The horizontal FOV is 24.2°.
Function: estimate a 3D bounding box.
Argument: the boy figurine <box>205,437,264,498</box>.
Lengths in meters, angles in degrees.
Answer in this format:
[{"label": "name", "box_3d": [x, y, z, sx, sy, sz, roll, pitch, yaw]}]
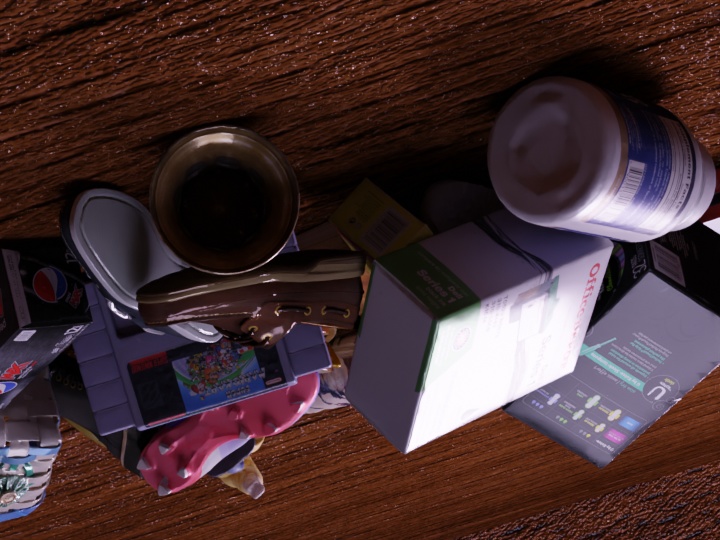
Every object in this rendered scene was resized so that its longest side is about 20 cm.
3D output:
[{"label": "boy figurine", "box_3d": [-0.127, 0.163, 1.614, 0.064, 0.125, 0.200, -32, 173, 0]}]

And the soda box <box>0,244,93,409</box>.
[{"label": "soda box", "box_3d": [-0.283, 0.049, 1.326, 0.063, 0.071, 0.200, -5, 159, -36]}]

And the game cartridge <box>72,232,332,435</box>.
[{"label": "game cartridge", "box_3d": [-0.134, 0.049, 1.368, 0.199, 0.130, 0.038, -17, 178, 0]}]

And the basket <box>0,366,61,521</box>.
[{"label": "basket", "box_3d": [-0.362, 0.161, 1.478, 0.176, 0.140, 0.200, 3, 151, -33]}]

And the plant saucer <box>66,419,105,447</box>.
[{"label": "plant saucer", "box_3d": [-0.182, 0.150, 1.768, 0.199, 0.049, 0.200, -21, 161, 15]}]

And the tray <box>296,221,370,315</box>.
[{"label": "tray", "box_3d": [0.000, 0.000, 1.495, 0.098, 0.037, 0.200, -24, 162, 24]}]

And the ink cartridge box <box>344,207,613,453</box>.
[{"label": "ink cartridge box", "box_3d": [0.096, 0.038, 1.346, 0.199, 0.084, 0.147, -22, 139, -35]}]

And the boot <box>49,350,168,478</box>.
[{"label": "boot", "box_3d": [-0.235, 0.091, 1.478, 0.078, 0.138, 0.201, -50, 163, -41]}]

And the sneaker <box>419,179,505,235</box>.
[{"label": "sneaker", "box_3d": [0.098, -0.026, 1.449, 0.080, 0.077, 0.200, 25, 173, 39]}]

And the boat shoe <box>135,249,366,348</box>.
[{"label": "boat shoe", "box_3d": [-0.076, 0.026, 1.259, 0.199, 0.068, 0.072, -8, -171, -39]}]

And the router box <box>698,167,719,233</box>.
[{"label": "router box", "box_3d": [0.339, -0.043, 1.645, 0.179, 0.049, 0.200, -17, 163, 4]}]

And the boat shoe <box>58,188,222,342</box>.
[{"label": "boat shoe", "box_3d": [-0.173, 0.001, 1.261, 0.060, 0.076, 0.200, 3, 152, 31]}]

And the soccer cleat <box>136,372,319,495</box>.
[{"label": "soccer cleat", "box_3d": [-0.111, 0.125, 1.449, 0.200, 0.067, 0.076, -37, -175, 25]}]

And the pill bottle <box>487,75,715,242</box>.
[{"label": "pill bottle", "box_3d": [0.194, -0.081, 1.296, 0.111, 0.112, 0.200, -28, 159, 32]}]

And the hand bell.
[{"label": "hand bell", "box_3d": [-0.108, -0.036, 1.244, 0.104, 0.105, 0.200, -13, 175, -11]}]

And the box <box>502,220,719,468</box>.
[{"label": "box", "box_3d": [0.230, 0.048, 1.512, 0.124, 0.149, 0.200, 30, 122, -20]}]

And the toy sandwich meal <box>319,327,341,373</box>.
[{"label": "toy sandwich meal", "box_3d": [-0.107, 0.077, 1.522, 0.204, 0.071, 0.205, -4, 162, -1]}]

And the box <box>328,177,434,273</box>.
[{"label": "box", "box_3d": [0.042, 0.000, 1.396, 0.050, 0.075, 0.200, -47, 152, -6]}]

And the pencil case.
[{"label": "pencil case", "box_3d": [-0.017, 0.093, 1.627, 0.199, 0.078, 0.089, -13, 158, 37]}]
